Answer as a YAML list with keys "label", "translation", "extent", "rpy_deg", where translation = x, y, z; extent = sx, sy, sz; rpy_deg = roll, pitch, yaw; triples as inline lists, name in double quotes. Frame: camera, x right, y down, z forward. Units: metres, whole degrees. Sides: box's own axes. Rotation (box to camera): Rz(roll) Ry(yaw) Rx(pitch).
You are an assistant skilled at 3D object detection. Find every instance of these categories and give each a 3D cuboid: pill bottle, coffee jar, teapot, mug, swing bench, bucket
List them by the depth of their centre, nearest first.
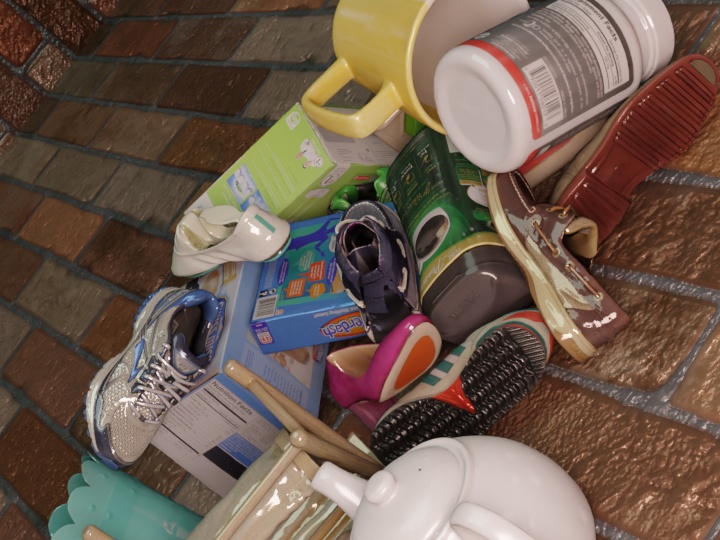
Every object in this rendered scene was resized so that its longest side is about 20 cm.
- label: "teapot"
  translation: [0.064, 0.192, 1.180]
  extent: [0.200, 0.146, 0.198]
  rpy_deg: [-37, 28, 26]
- label: "swing bench"
  translation: [-0.083, 0.214, 1.370]
  extent: [0.199, 0.200, 0.130]
  rpy_deg: [-51, 45, 2]
- label: "pill bottle"
  translation: [0.170, -0.174, 1.415]
  extent: [0.200, 0.116, 0.116]
  rpy_deg: [-30, 14, -28]
- label: "coffee jar"
  translation: [0.091, -0.033, 1.468]
  extent: [0.104, 0.085, 0.200]
  rpy_deg: [-49, 39, 35]
- label: "mug"
  translation: [0.038, -0.209, 1.473]
  extent: [0.153, 0.186, 0.150]
  rpy_deg: [26, 119, 47]
- label: "bucket"
  translation: [-0.238, 0.286, 1.520]
  extent: [0.208, 0.134, 0.207]
  rpy_deg: [-61, 9, 16]

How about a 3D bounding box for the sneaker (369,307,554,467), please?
- label: "sneaker"
  translation: [0.093, 0.100, 1.380]
  extent: [0.200, 0.070, 0.093]
  rpy_deg: [-44, -1, 31]

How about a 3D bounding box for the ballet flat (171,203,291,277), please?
- label: "ballet flat"
  translation: [-0.145, -0.038, 1.647]
  extent: [0.200, 0.069, 0.070]
  rpy_deg: [-7, 48, 53]

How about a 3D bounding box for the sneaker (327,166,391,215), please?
- label: "sneaker"
  translation: [-0.012, -0.049, 1.731]
  extent: [0.200, 0.085, 0.078]
  rpy_deg: [-35, 28, 32]

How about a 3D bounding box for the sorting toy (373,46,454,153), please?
- label: "sorting toy"
  translation: [0.110, -0.177, 1.638]
  extent: [0.185, 0.200, 0.036]
  rpy_deg: [-46, 68, 8]

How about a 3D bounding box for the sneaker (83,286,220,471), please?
- label: "sneaker"
  translation: [-0.190, 0.093, 1.531]
  extent: [0.085, 0.077, 0.200]
  rpy_deg: [-13, 46, 43]

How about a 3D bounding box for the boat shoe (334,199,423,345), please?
- label: "boat shoe"
  translation: [0.009, -0.027, 1.505]
  extent: [0.074, 0.093, 0.200]
  rpy_deg: [-22, 37, 2]

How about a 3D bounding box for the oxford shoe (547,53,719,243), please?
- label: "oxford shoe"
  translation: [0.228, -0.113, 1.425]
  extent: [0.200, 0.070, 0.075]
  rpy_deg: [-48, 22, 6]

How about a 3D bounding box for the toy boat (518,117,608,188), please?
- label: "toy boat"
  translation: [0.145, -0.161, 1.562]
  extent: [0.200, 0.131, 0.131]
  rpy_deg: [-37, 28, 29]

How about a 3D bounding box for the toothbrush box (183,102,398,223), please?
- label: "toothbrush box"
  translation: [-0.068, -0.087, 1.773]
  extent: [0.200, 0.145, 0.086]
  rpy_deg: [-43, 68, 31]

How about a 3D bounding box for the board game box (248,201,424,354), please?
- label: "board game box"
  translation: [0.000, 0.000, 1.594]
  extent: [0.199, 0.045, 0.152]
  rpy_deg: [-11, 38, 17]

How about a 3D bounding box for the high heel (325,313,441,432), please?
- label: "high heel"
  translation: [0.008, 0.071, 1.410]
  extent: [0.067, 0.096, 0.200]
  rpy_deg: [-29, -21, -29]

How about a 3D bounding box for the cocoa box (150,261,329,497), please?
- label: "cocoa box"
  translation: [-0.123, 0.098, 1.651]
  extent: [0.131, 0.133, 0.200]
  rpy_deg: [-34, 29, 30]

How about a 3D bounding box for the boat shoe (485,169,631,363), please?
- label: "boat shoe"
  translation: [0.167, -0.018, 1.357]
  extent: [0.072, 0.072, 0.200]
  rpy_deg: [-36, 47, 17]
